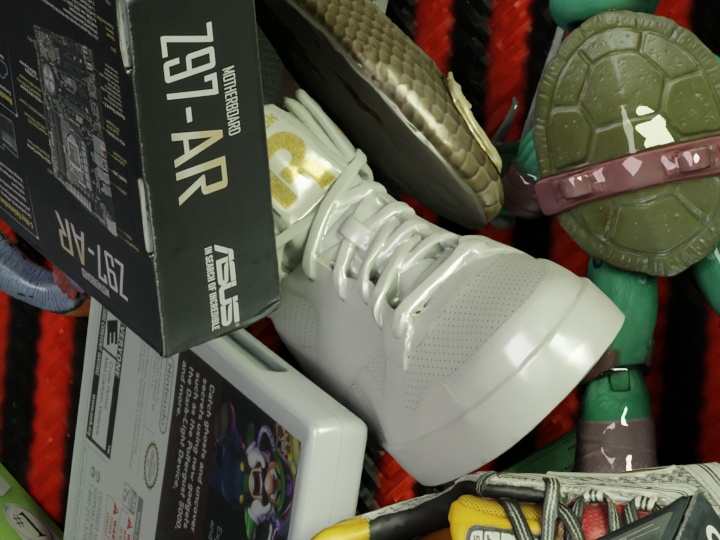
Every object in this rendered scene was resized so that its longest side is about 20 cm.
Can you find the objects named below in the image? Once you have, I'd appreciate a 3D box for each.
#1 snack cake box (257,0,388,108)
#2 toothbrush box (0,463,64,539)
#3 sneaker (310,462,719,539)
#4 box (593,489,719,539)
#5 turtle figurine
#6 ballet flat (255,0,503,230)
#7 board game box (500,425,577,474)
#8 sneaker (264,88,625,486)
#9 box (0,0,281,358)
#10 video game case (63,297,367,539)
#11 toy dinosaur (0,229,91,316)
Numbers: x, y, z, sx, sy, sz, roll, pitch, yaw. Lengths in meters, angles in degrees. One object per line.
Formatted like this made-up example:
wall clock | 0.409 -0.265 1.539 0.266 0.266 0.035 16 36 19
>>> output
snack cake box | -0.089 -0.117 1.039 0.199 0.067 0.116 15 97 27
toothbrush box | -0.217 0.074 1.058 0.200 0.145 0.086 46 109 20
sneaker | 0.067 0.092 0.818 0.199 0.082 0.078 -14 67 35
box | 0.047 0.170 0.800 0.200 0.046 0.159 -29 102 27
turtle figurine | 0.093 -0.031 0.928 0.149 0.101 0.201 -11 88 27
ballet flat | -0.016 -0.096 0.939 0.046 0.067 0.200 -38 75 -16
board game box | 0.023 0.144 0.998 0.200 0.023 0.105 -32 74 24
sneaker | 0.000 0.000 0.895 0.074 0.200 0.116 -45 101 -15
box | -0.099 -0.087 0.901 0.200 0.043 0.161 36 139 48
video game case | -0.057 0.114 0.971 0.182 0.023 0.201 35 120 58
toy dinosaur | -0.169 -0.043 1.077 0.181 0.200 0.105 22 122 -12
